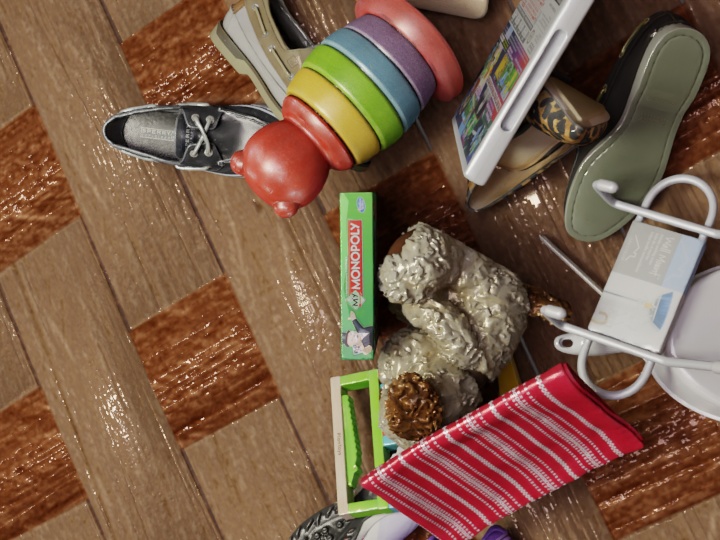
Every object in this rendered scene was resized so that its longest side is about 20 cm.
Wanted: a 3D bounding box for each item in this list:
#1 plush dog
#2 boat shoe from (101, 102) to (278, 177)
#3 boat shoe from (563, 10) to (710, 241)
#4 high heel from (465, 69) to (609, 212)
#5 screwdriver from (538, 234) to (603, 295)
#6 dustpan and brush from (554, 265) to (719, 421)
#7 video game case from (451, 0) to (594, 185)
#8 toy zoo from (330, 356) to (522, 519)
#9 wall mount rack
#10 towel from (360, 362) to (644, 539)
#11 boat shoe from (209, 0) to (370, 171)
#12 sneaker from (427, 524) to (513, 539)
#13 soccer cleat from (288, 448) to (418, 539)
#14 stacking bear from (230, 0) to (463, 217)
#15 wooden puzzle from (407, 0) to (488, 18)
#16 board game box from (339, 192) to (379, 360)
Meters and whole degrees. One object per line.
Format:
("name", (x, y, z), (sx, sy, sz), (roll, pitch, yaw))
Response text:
("plush dog", (0.072, 0.072, 1.332), (0.160, 0.200, 0.172), (26, 86, 5))
("boat shoe", (-0.150, -0.127, 1.495), (0.199, 0.068, 0.072), (9, 97, 24))
("boat shoe", (0.224, -0.119, 1.330), (0.071, 0.061, 0.202), (18, 114, -21))
("high heel", (0.138, -0.089, 1.306), (0.071, 0.200, 0.143), (29, 103, -9))
("screwdriver", (0.222, 0.039, 1.353), (0.200, 0.028, 0.029), (39, 79, 15))
("dustpan and brush", (0.262, 0.058, 1.307), (0.199, 0.057, 0.140), (2, 79, -2))
("video game case", (0.132, -0.174, 1.299), (0.023, 0.200, 0.183), (28, 106, -9))
("toy zoo", (0.072, 0.140, 1.400), (0.199, 0.020, 0.132), (-13, 65, 18))
("wall mount rack", (0.243, 0.010, 1.253), (0.173, 0.075, 0.201), (18, 80, 32))
("towel", (0.118, 0.154, 1.292), (0.199, 0.145, 0.023), (-32, 46, 18))
("boat shoe", (-0.052, -0.176, 1.444), (0.200, 0.075, 0.068), (46, 110, 13))
("sneaker", (0.058, 0.286, 1.432), (0.199, 0.081, 0.084), (-24, 66, 17))
("soccer cleat", (0.026, 0.218, 1.443), (0.200, 0.073, 0.068), (-36, 59, 5))
("stacking bear", (-0.019, -0.134, 1.358), (0.121, 0.114, 0.200), (44, 81, 1))
("wooden puzzle", (0.050, -0.337, 1.407), (0.184, 0.046, 0.201), (15, 104, 24))
("board game box", (0.000, 0.000, 1.364), (0.029, 0.200, 0.135), (-1, 92, 2))
